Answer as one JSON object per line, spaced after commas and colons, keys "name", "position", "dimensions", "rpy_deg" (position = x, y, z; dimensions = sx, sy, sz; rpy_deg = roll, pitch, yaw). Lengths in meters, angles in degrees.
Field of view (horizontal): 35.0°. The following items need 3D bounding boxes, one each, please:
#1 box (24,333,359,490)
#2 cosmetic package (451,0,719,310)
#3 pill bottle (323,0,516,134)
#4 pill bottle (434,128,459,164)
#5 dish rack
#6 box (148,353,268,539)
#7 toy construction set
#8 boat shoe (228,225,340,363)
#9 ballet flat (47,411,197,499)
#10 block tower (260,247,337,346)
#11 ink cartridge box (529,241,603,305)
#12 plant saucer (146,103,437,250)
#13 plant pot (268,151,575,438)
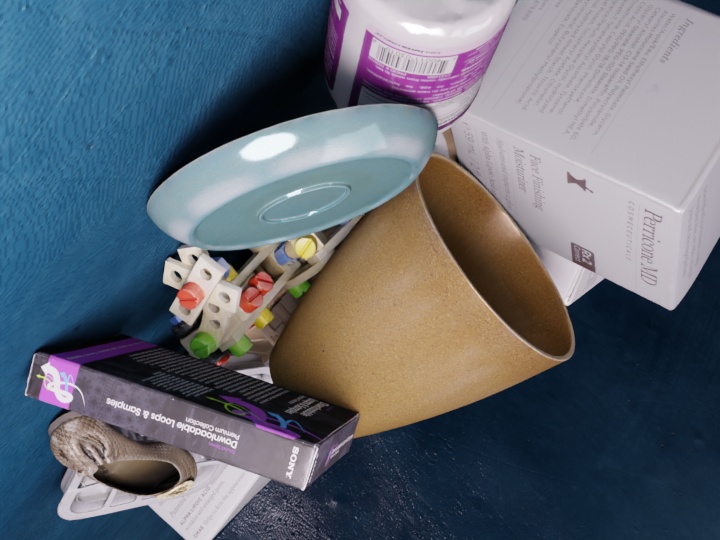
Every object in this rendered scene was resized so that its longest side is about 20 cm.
{"name": "box", "position": [-0.109, 0.094, 0.794], "dimensions": [0.143, 0.199, 0.036], "rpy_deg": [-6, 111, -78]}
{"name": "cosmetic package", "position": [0.200, -0.108, 0.900], "dimensions": [0.165, 0.199, 0.165], "rpy_deg": [-54, 154, -16]}
{"name": "pill bottle", "position": [0.033, -0.154, 0.754], "dimensions": [0.112, 0.112, 0.200], "rpy_deg": [-48, 173, -18]}
{"name": "pill bottle", "position": [0.079, -0.162, 0.985], "dimensions": [0.200, 0.111, 0.111], "rpy_deg": [-46, 171, -31]}
{"name": "dish rack", "position": [-0.177, 0.141, 1.024], "dimensions": [0.171, 0.044, 0.200], "rpy_deg": [-4, 141, -40]}
{"name": "box", "position": [-0.127, 0.153, 1.221], "dimensions": [0.200, 0.131, 0.199], "rpy_deg": [-53, 172, 26]}
{"name": "toy construction set", "position": [-0.085, 0.009, 0.918], "dimensions": [0.131, 0.092, 0.200], "rpy_deg": [-32, 178, 36]}
{"name": "boat shoe", "position": [-0.090, 0.022, 1.052], "dimensions": [0.200, 0.065, 0.072], "rpy_deg": [-53, 151, 19]}
{"name": "ballet flat", "position": [-0.192, 0.165, 0.955], "dimensions": [0.067, 0.046, 0.200], "rpy_deg": [-33, 151, 3]}
{"name": "block tower", "position": [0.000, 0.000, 1.016], "dimensions": [0.200, 0.054, 0.058], "rpy_deg": [-46, 154, 1]}
{"name": "ink cartridge box", "position": [0.190, -0.064, 1.079], "dimensions": [0.200, 0.144, 0.085], "rpy_deg": [-27, 142, -51]}
{"name": "plant saucer", "position": [-0.040, -0.054, 0.751], "dimensions": [0.199, 0.028, 0.200], "rpy_deg": [-18, 170, -3]}
{"name": "plant pot", "position": [0.031, 0.044, 0.882], "dimensions": [0.200, 0.187, 0.186], "rpy_deg": [-38, 177, 22]}
